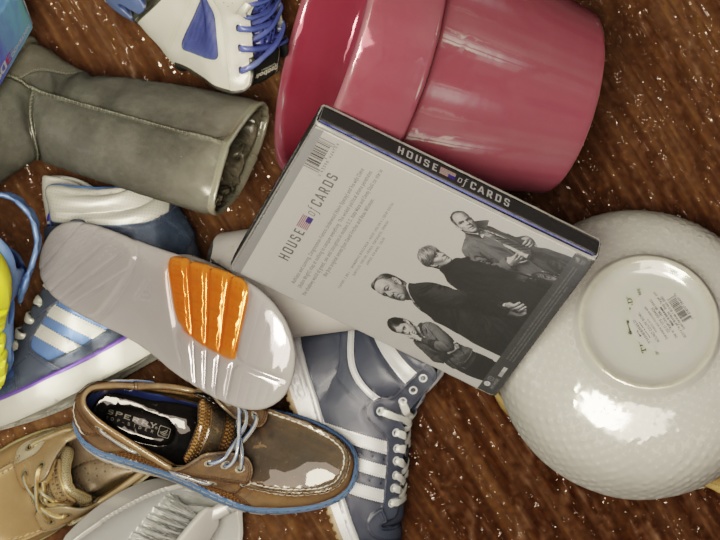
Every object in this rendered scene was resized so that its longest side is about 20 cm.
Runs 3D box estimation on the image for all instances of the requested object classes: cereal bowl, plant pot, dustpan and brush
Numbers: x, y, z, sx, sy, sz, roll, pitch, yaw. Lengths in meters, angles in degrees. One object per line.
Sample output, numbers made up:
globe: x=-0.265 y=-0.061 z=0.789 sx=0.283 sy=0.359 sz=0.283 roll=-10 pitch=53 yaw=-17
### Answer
cereal bowl: x=0.189 y=0.048 z=1.655 sx=0.199 sy=0.083 sz=0.201 roll=0 pitch=70 yaw=1
plant pot: x=0.057 y=-0.136 z=1.635 sx=0.178 sy=0.200 sz=0.201 roll=14 pitch=97 yaw=-15
dustpan and brush: x=-0.113 y=0.176 z=1.723 sx=0.200 sy=0.057 sz=0.140 roll=-50 pitch=134 yaw=-24

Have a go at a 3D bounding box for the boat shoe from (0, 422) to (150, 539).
boat shoe: x=-0.211 y=0.143 z=1.731 sx=0.199 sy=0.065 sz=0.072 roll=-31 pitch=94 yaw=5

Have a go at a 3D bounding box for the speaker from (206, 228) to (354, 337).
speaker: x=0.000 y=0.000 z=1.673 sx=0.199 sy=0.081 sz=0.082 roll=-8 pitch=96 yaw=19

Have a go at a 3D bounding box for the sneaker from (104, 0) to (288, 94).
sneaker: x=-0.076 y=-0.189 z=1.656 sx=0.199 sy=0.081 sz=0.115 roll=-28 pitch=102 yaw=43

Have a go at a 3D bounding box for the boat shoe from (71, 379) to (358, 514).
boat shoe: x=-0.099 y=0.118 z=1.654 sx=0.199 sy=0.072 sz=0.073 roll=9 pitch=75 yaw=2

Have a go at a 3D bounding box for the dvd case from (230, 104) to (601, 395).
dvd case: x=0.033 y=-0.010 z=1.582 sx=0.199 sy=0.025 sz=0.151 roll=26 pitch=133 yaw=-8

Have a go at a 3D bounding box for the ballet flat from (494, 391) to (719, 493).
ballet flat: x=0.185 y=0.120 z=1.713 sx=0.199 sy=0.069 sz=0.063 roll=13 pitch=126 yaw=4

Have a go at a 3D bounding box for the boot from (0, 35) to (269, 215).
boot: x=-0.184 y=-0.073 z=1.660 sx=0.199 sy=0.073 sz=0.182 roll=23 pitch=64 yaw=10

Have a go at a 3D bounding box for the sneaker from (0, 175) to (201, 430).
sneaker: x=-0.207 y=0.011 z=1.717 sx=0.199 sy=0.081 sz=0.147 roll=-28 pitch=84 yaw=10

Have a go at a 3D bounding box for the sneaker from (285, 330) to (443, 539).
sneaker: x=0.021 y=0.124 z=1.715 sx=0.108 sy=0.070 sz=0.201 roll=-20 pitch=92 yaw=7

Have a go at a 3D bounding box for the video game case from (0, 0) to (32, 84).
video game case: x=-0.340 y=-0.119 z=1.634 sx=0.180 sy=0.046 sz=0.201 roll=9 pitch=53 yaw=18

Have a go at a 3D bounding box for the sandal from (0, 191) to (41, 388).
sandal: x=-0.252 y=0.015 z=1.629 sx=0.079 sy=0.200 sz=0.087 roll=27 pitch=57 yaw=-4

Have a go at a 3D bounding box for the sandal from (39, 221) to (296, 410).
sandal: x=-0.120 y=0.021 z=1.645 sx=0.206 sy=0.059 sz=0.080 roll=28 pitch=102 yaw=23
